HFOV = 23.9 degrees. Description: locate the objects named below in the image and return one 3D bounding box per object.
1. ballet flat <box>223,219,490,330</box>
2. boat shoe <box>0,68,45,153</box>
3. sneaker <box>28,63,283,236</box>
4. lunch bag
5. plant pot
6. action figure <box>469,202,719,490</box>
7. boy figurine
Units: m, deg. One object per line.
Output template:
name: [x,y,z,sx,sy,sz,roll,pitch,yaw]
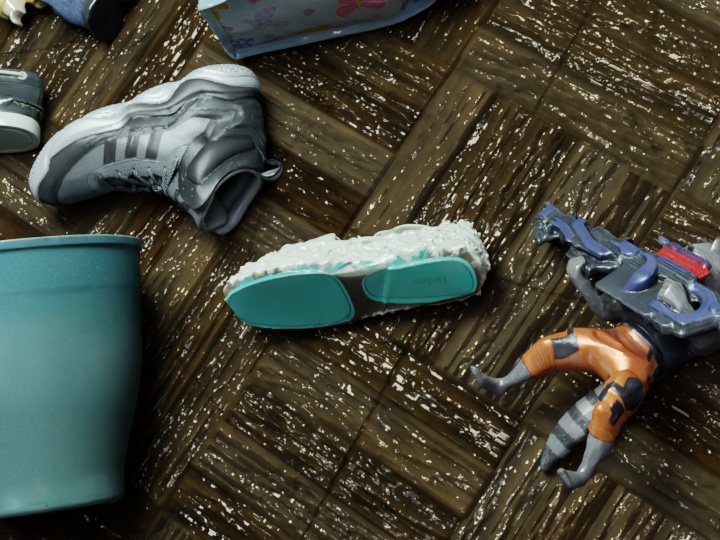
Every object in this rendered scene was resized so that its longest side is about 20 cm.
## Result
ballet flat: [0.000,0.000,1.254,0.198,0.072,0.072,-6,71,13]
boat shoe: [-0.355,-0.135,1.385,0.198,0.076,0.061,5,67,-3]
sneaker: [-0.156,-0.073,1.308,0.199,0.076,0.114,-24,65,5]
lunch bag: [-0.030,-0.277,1.312,0.198,0.127,0.171,-10,72,7]
plant pot: [-0.245,0.082,1.234,0.198,0.200,0.190,-9,86,14]
action figure: [0.174,0.041,1.183,0.193,0.105,0.200,-37,39,-4]
boy figurine: [-0.272,-0.268,1.415,0.199,0.064,0.125,31,86,20]
